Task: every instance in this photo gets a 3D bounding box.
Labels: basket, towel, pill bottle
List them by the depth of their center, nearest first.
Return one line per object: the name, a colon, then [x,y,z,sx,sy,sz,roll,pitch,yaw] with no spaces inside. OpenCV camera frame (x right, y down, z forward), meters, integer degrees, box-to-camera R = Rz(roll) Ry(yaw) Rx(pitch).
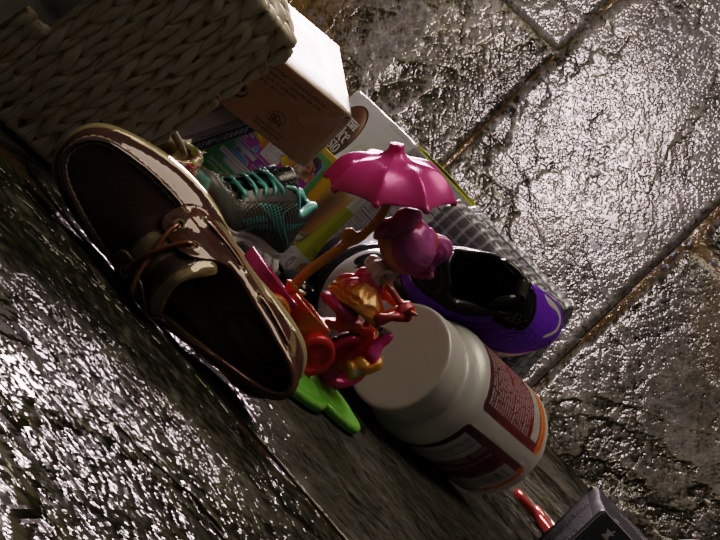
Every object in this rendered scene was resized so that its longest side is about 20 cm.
basket: [-0.170,-0.195,1.067,0.161,0.198,0.200,48,14,-39]
pill bottle: [0.077,0.112,1.414,0.114,0.114,0.200,49,4,38]
towel: [0.092,0.054,1.628,0.166,0.200,0.085,46,17,23]

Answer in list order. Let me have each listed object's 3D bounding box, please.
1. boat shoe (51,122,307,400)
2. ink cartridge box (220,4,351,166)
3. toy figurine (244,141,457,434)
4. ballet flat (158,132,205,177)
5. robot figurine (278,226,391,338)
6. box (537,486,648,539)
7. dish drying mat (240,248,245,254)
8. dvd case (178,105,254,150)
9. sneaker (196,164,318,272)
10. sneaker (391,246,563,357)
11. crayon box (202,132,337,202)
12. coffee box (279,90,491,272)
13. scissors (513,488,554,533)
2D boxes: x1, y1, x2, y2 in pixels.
boat shoe: [-0.103,-0.002,0.936,0.200,0.072,0.072,52,1,-7]
ink cartridge box: [-0.107,-0.213,1.528,0.200,0.075,0.165,36,23,-25]
toy figurine: [0.000,0.000,1.181,0.200,0.184,0.150,44,4,-36]
ballet flat: [-0.188,-0.117,1.243,0.076,0.064,0.200,49,5,36]
robot figurine: [0.013,0.025,1.524,0.125,0.150,0.200,59,0,-13]
box: [0.213,0.278,1.233,0.200,0.104,0.182,47,2,7]
dish drying mat: [-0.147,-0.052,1.370,0.200,0.018,0.077,47,4,5]
dvd case: [-0.201,-0.192,1.546,0.150,0.025,0.200,-25,66,-43]
sneaker: [-0.102,-0.068,1.500,0.078,0.091,0.200,47,3,22]
sneaker: [0.120,0.026,1.421,0.200,0.070,0.099,18,-20,-35]
crayon box: [-0.125,-0.131,1.672,0.200,0.119,0.058,45,-5,-29]
coffee box: [0.020,-0.046,1.823,0.200,0.198,0.200,44,4,-31]
scissors: [0.220,0.300,1.798,0.073,0.014,0.200,47,1,-23]
